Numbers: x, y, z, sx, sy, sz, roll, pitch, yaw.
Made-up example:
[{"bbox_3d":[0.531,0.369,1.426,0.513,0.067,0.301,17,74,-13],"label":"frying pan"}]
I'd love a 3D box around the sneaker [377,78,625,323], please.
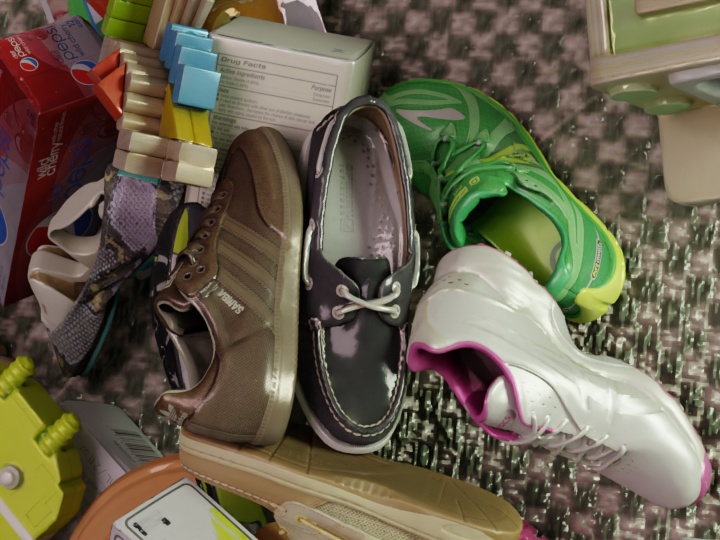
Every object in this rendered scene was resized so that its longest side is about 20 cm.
[{"bbox_3d":[0.075,-0.050,1.621,0.200,0.083,0.074,43,105,28],"label":"sneaker"}]

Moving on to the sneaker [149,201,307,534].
[{"bbox_3d":[-0.071,0.056,1.616,0.081,0.074,0.201,-15,96,-14],"label":"sneaker"}]

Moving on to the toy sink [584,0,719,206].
[{"bbox_3d":[0.202,-0.148,1.543,0.130,0.112,0.201,-9,79,29],"label":"toy sink"}]

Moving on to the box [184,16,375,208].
[{"bbox_3d":[-0.054,-0.044,1.658,0.094,0.078,0.201,13,105,8],"label":"box"}]

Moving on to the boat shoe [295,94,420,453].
[{"bbox_3d":[0.000,0.000,1.545,0.060,0.074,0.201,134,141,-66],"label":"boat shoe"}]

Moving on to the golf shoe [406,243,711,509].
[{"bbox_3d":[0.107,0.077,1.549,0.200,0.092,0.075,39,139,-2],"label":"golf shoe"}]

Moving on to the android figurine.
[{"bbox_3d":[-0.250,0.136,1.694,0.200,0.041,0.182,-42,79,22],"label":"android figurine"}]

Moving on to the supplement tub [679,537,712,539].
[{"bbox_3d":[0.218,0.248,1.465,0.144,0.144,0.201,4,86,30],"label":"supplement tub"}]

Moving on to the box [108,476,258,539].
[{"bbox_3d":[-0.096,0.228,1.561,0.117,0.060,0.201,38,137,25],"label":"box"}]

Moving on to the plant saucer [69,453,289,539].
[{"bbox_3d":[-0.093,0.211,1.669,0.199,0.037,0.201,2,99,11],"label":"plant saucer"}]

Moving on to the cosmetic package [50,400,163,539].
[{"bbox_3d":[-0.200,0.189,1.758,0.102,0.074,0.200,45,105,26],"label":"cosmetic package"}]

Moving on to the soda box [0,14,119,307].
[{"bbox_3d":[-0.201,-0.067,1.731,0.064,0.070,0.200,53,148,25],"label":"soda box"}]

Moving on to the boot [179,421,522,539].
[{"bbox_3d":[-0.022,0.175,1.556,0.199,0.073,0.156,18,109,5],"label":"boot"}]

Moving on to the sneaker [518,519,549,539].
[{"bbox_3d":[0.096,0.233,1.575,0.088,0.081,0.201,-30,69,22],"label":"sneaker"}]

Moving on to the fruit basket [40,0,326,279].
[{"bbox_3d":[-0.102,-0.118,1.729,0.185,0.094,0.201,-22,78,25],"label":"fruit basket"}]

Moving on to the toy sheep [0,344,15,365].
[{"bbox_3d":[-0.300,0.078,1.792,0.137,0.138,0.201,19,90,31],"label":"toy sheep"}]

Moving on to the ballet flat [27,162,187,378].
[{"bbox_3d":[-0.169,-0.006,1.724,0.072,0.072,0.200,61,141,22],"label":"ballet flat"}]

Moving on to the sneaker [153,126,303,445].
[{"bbox_3d":[-0.076,0.001,1.539,0.071,0.075,0.201,121,152,-52],"label":"sneaker"}]

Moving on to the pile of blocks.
[{"bbox_3d":[-0.126,-0.129,1.608,0.082,0.062,0.200,-61,31,35],"label":"pile of blocks"}]
